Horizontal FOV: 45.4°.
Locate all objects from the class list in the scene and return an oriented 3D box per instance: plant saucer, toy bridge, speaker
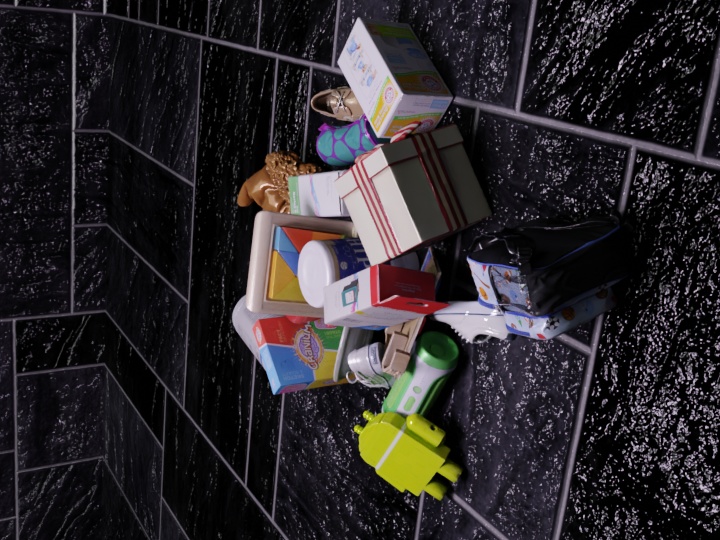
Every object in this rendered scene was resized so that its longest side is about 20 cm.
[{"bbox_3d":[-0.003,0.122,1.658,0.200,0.050,0.201,14,-90,-86],"label":"plant saucer"},{"bbox_3d":[0.056,0.136,1.444,0.200,0.027,0.067,-94,22,-76],"label":"toy bridge"},{"bbox_3d":[0.103,0.200,1.514,0.089,0.088,0.200,58,139,37],"label":"speaker"}]

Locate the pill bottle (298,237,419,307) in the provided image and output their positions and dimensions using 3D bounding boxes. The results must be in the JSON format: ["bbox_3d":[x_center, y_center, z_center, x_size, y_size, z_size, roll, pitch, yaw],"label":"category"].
[{"bbox_3d":[0.000,0.000,1.550,0.120,0.199,0.120,12,104,57],"label":"pill bottle"}]

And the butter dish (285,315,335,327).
[{"bbox_3d":[-0.079,0.044,1.694,0.148,0.200,0.200,59,157,12],"label":"butter dish"}]

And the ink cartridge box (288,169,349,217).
[{"bbox_3d":[-0.027,-0.145,1.629,0.200,0.145,0.088,1,96,58],"label":"ink cartridge box"}]

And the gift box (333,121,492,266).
[{"bbox_3d":[0.087,-0.133,1.417,0.184,0.200,0.187,-26,87,53],"label":"gift box"}]

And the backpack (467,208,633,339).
[{"bbox_3d":[0.247,0.001,1.179,0.190,0.199,0.155,22,126,59],"label":"backpack"}]

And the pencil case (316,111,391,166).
[{"bbox_3d":[-0.005,-0.252,1.632,0.093,0.085,0.200,55,153,-17],"label":"pencil case"}]

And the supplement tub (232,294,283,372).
[{"bbox_3d":[-0.197,0.144,1.961,0.200,0.132,0.132,45,130,48],"label":"supplement tub"}]

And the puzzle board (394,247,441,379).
[{"bbox_3d":[0.097,0.072,1.484,0.151,0.017,0.201,-89,19,-73],"label":"puzzle board"}]

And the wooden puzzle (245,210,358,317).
[{"bbox_3d":[-0.103,-0.007,1.580,0.037,0.199,0.186,-168,84,-67],"label":"wooden puzzle"}]

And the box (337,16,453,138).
[{"bbox_3d":[0.058,-0.332,1.496,0.101,0.112,0.200,-58,45,42],"label":"box"}]

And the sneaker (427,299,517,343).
[{"bbox_3d":[0.176,0.084,1.395,0.200,0.073,0.071,-4,88,59],"label":"sneaker"}]

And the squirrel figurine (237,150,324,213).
[{"bbox_3d":[-0.149,-0.149,1.845,0.187,0.141,0.200,60,143,26],"label":"squirrel figurine"}]

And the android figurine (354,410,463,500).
[{"bbox_3d":[0.079,0.321,1.518,0.200,0.041,0.182,32,131,9],"label":"android figurine"}]

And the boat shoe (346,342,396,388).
[{"bbox_3d":[0.017,0.178,1.558,0.202,0.086,0.075,40,-139,-71],"label":"boat shoe"}]

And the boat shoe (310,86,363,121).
[{"bbox_3d":[-0.029,-0.324,1.686,0.200,0.064,0.072,12,104,58],"label":"boat shoe"}]

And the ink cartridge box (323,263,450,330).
[{"bbox_3d":[0.040,0.042,1.392,0.200,0.116,0.068,-23,63,51],"label":"ink cartridge box"}]

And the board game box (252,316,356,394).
[{"bbox_3d":[-0.102,0.162,1.740,0.040,0.199,0.153,-54,50,47],"label":"board game box"}]
